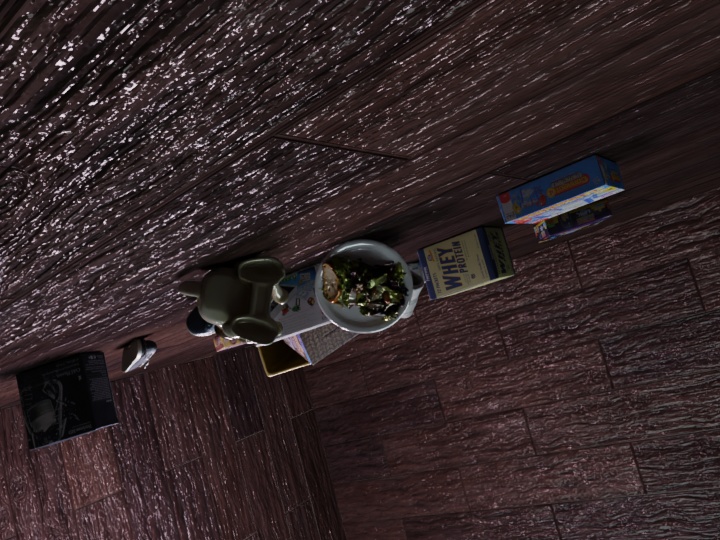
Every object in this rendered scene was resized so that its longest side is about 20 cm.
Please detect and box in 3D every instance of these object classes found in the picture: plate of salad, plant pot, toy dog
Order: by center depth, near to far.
[{"bbox_3d":[-0.218,0.067,1.068,0.187,0.145,0.200,-2,170,-11],"label":"toy dog"},{"bbox_3d":[0.006,0.038,1.177,0.194,0.205,0.048,-17,-158,9],"label":"plate of salad"},{"bbox_3d":[-0.209,0.192,1.930,0.189,0.201,0.200,-18,-178,16],"label":"plant pot"}]

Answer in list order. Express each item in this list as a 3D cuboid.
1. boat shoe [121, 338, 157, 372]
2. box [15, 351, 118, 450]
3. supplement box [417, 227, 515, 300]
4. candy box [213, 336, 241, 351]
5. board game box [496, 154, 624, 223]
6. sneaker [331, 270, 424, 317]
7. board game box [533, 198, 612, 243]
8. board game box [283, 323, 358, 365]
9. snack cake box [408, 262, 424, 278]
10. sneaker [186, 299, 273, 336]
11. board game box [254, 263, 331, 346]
[{"bbox_3d":[-0.622,0.235,1.692,0.060,0.077,0.199,2,154,-35],"label":"boat shoe"},{"bbox_3d":[-0.776,0.343,1.610,0.194,0.203,0.124,-17,174,5],"label":"box"},{"bbox_3d":[0.289,-0.020,1.639,0.196,0.138,0.198,-20,173,29],"label":"supplement box"},{"bbox_3d":[-0.457,0.255,2.343,0.195,0.058,0.116,-15,173,-31],"label":"candy box"},{"bbox_3d":[0.392,-0.151,1.178,0.196,0.058,0.194,-22,172,34],"label":"board game box"},{"bbox_3d":[0.034,0.037,1.243,0.194,0.075,0.117,1,138,-20],"label":"sneaker"},{"bbox_3d":[0.646,-0.148,1.857,0.194,0.058,0.165,-18,175,5],"label":"board game box"},{"bbox_3d":[-0.111,0.124,1.512,0.157,0.099,0.199,-31,-158,-19],"label":"board game box"},{"bbox_3d":[0.104,0.037,1.940,0.196,0.069,0.114,-21,174,33],"label":"snack cake box"},{"bbox_3d":[-0.276,0.074,1.260,0.196,0.077,0.085,-27,176,-6],"label":"sneaker"},{"bbox_3d":[-0.159,0.078,1.333,0.195,0.130,0.034,-19,173,20],"label":"board game box"}]
